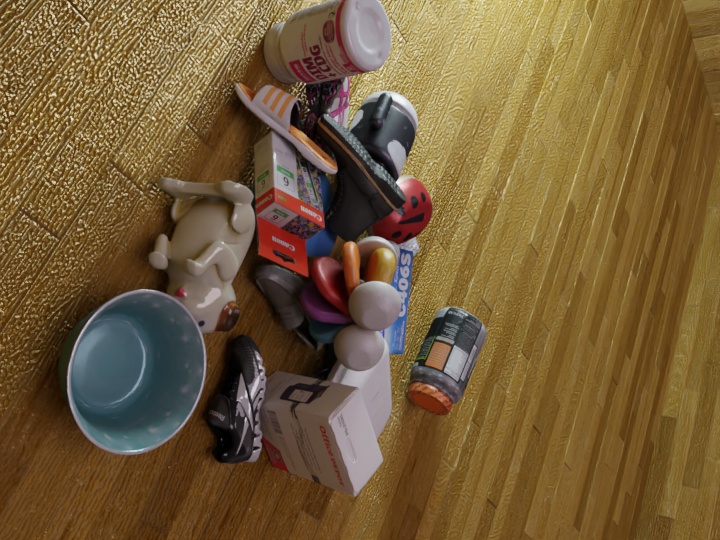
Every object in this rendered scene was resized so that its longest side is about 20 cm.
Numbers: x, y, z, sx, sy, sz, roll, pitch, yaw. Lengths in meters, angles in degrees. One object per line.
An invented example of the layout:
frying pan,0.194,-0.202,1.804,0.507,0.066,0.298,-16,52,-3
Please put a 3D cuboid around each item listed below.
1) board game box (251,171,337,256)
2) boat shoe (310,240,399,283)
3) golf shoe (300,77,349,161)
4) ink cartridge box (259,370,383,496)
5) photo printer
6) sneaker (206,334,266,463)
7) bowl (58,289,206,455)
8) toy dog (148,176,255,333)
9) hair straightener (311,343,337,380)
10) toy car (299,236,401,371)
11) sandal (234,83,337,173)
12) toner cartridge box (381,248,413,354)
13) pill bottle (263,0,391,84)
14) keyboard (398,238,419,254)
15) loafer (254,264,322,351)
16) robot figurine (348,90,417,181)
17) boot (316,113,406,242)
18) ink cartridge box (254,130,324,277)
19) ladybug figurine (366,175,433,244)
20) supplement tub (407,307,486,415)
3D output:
board game box,-0.118,-0.102,1.167,0.197,0.038,0.163,1,82,-49
boat shoe,0.000,0.000,1.247,0.196,0.068,0.074,-21,99,-27
golf shoe,-0.056,-0.288,1.214,0.092,0.071,0.206,22,81,-67
ink cartridge box,-0.074,0.256,1.113,0.084,0.196,0.148,-37,119,-40
photo printer,-0.002,0.224,1.248,0.167,0.068,0.205,-47,141,-48
sneaker,-0.195,0.205,1.071,0.089,0.065,0.207,-3,96,-51
bowl,-0.310,0.125,0.906,0.198,0.103,0.208,-4,95,-48
toy dog,-0.226,-0.012,0.996,0.194,0.135,0.206,53,45,-78
hair straightener,-0.068,0.200,1.246,0.076,0.040,0.206,24,78,-46
toy car,-0.022,0.045,1.106,0.177,0.146,0.204,-92,-162,-54
sandal,-0.104,-0.238,1.090,0.205,0.060,0.079,39,15,-5
toner cartridge box,0.051,0.057,1.348,0.094,0.042,0.207,9,85,-46
pill bottle,-0.057,-0.361,1.102,0.112,0.196,0.117,-3,94,-47
keyboard,0.057,-0.020,1.392,0.199,0.010,0.058,-41,121,-40
loafer,-0.111,0.063,1.159,0.200,0.068,0.071,47,50,-40
robot figurine,0.030,-0.233,1.266,0.124,0.149,0.204,38,59,-27
boot,-0.035,-0.143,1.160,0.200,0.138,0.078,46,18,-15
ink cartridge box,-0.108,-0.103,1.070,0.108,0.050,0.205,26,47,-43
ladybug figurine,0.082,-0.111,1.347,0.198,0.071,0.139,-25,130,-51
supplement tub,0.180,0.192,1.462,0.123,0.120,0.203,50,57,-37
